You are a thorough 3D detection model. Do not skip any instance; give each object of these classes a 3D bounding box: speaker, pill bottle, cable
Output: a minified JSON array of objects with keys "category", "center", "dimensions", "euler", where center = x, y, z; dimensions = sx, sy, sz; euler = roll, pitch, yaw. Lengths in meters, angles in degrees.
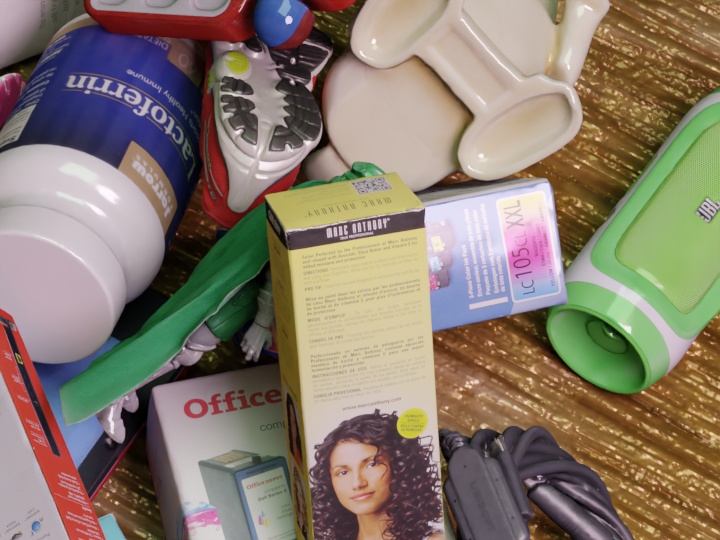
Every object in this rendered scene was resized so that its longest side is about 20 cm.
[{"category":"speaker","center":[0.192,-0.021,1.533],"dimensions":[0.088,0.089,0.200],"euler":[33,61,11]},{"category":"pill bottle","center":[-0.155,-0.048,1.454],"dimensions":[0.115,0.116,0.200],"euler":[17,44,2]},{"category":"cable","center":[0.113,0.173,1.383],"dimensions":[0.051,0.163,0.200],"euler":[-39,56,21]}]

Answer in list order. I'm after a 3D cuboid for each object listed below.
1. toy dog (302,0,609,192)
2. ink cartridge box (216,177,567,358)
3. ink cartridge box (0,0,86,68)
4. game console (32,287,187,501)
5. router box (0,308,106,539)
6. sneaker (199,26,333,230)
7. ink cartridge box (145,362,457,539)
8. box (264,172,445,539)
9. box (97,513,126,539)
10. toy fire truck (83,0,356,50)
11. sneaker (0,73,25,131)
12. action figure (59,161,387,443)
[{"category":"toy dog","center":[0.061,-0.127,1.529],"dimensions":[0.139,0.194,0.200],"euler":[38,30,-5]},{"category":"ink cartridge box","center":[0.000,0.000,1.456],"dimensions":[0.199,0.136,0.077],"euler":[-10,94,-14]},{"category":"ink cartridge box","center":[-0.181,-0.215,1.552],"dimensions":[0.199,0.147,0.083],"euler":[-24,60,-21]},{"category":"game console","center":[-0.209,0.065,1.456],"dimensions":[0.176,0.031,0.200],"euler":[30,60,9]},{"category":"router box","center":[-0.240,0.141,1.341],"dimensions":[0.200,0.049,0.180],"euler":[-32,65,11]},{"category":"sneaker","center":[-0.066,-0.090,1.454],"dimensions":[0.077,0.085,0.200],"euler":[20,29,-8]},{"category":"ink cartridge box","center":[-0.026,0.153,1.399],"dimensions":[0.145,0.088,0.201],"euler":[-9,60,-13]},{"category":"box","center":[-0.001,0.055,1.300],"dimensions":[0.075,0.201,0.050],"euler":[-11,25,-12]},{"category":"box","center":[-0.107,0.234,1.343],"dimensions":[0.049,0.082,0.200],"euler":[-23,66,-21]},{"category":"toy fire truck","center":[-0.048,-0.199,1.428],"dimensions":[0.199,0.112,0.169],"euler":[9,71,35]},{"category":"sneaker","center":[-0.267,-0.059,1.470],"dimensions":[0.088,0.082,0.200],"euler":[5,19,19]},{"category":"action figure","center":[-0.062,0.010,1.339],"dimensions":[0.055,0.200,0.118],"euler":[47,18,-13]}]
